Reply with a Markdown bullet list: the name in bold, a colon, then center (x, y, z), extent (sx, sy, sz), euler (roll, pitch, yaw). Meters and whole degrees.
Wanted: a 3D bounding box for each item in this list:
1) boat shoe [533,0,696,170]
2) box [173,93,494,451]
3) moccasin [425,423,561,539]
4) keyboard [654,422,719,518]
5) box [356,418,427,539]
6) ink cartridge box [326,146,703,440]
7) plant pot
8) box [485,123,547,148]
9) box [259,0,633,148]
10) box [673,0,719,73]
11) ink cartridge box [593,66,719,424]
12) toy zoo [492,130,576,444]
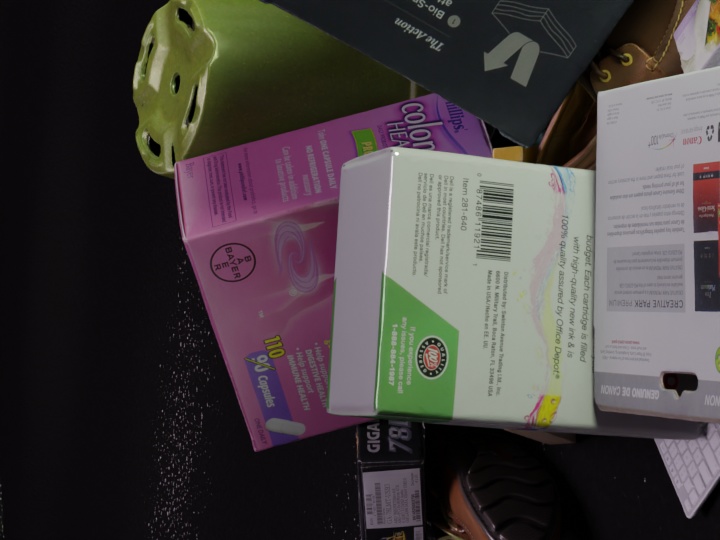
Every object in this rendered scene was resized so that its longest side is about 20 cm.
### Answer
- **boat shoe**: center (0.156, -0.117, 1.197), extent (0.072, 0.067, 0.201), euler (-108, 28, -43)
- **box**: center (0.000, 0.000, 1.337), extent (0.097, 0.199, 0.176), euler (-105, -1, -56)
- **moccasin**: center (0.081, 0.156, 1.374), extent (0.201, 0.073, 0.078), euler (-136, 48, -65)
- **keyboard**: center (0.174, 0.051, 1.219), extent (0.200, 0.011, 0.056), euler (-108, 28, -42)
- **box**: center (0.022, 0.147, 1.457), extent (0.200, 0.049, 0.199), euler (-92, 1, -54)
- **ink cartridge box**: center (0.090, 0.017, 1.163), extent (0.084, 0.199, 0.146), euler (170, 105, -69)
- **plant pot**: center (-0.047, -0.114, 1.407), extent (0.200, 0.189, 0.201), euler (-13, 74, 60)
- **box**: center (0.103, -0.206, 1.387), extent (0.201, 0.047, 0.194), euler (-106, 29, -42)
- **box**: center (0.061, -0.210, 1.154), extent (0.200, 0.196, 0.118), euler (-55, 19, 22)
- **box**: center (0.221, -0.166, 1.059), extent (0.200, 0.041, 0.039), euler (121, 145, -52)
- **ink cartridge box**: center (0.197, -0.011, 1.051), extent (0.200, 0.083, 0.177), euler (180, 92, -71)
- **toy zoo**: center (0.108, 0.003, 1.285), extent (0.131, 0.020, 0.201), euler (26, -119, -72)
